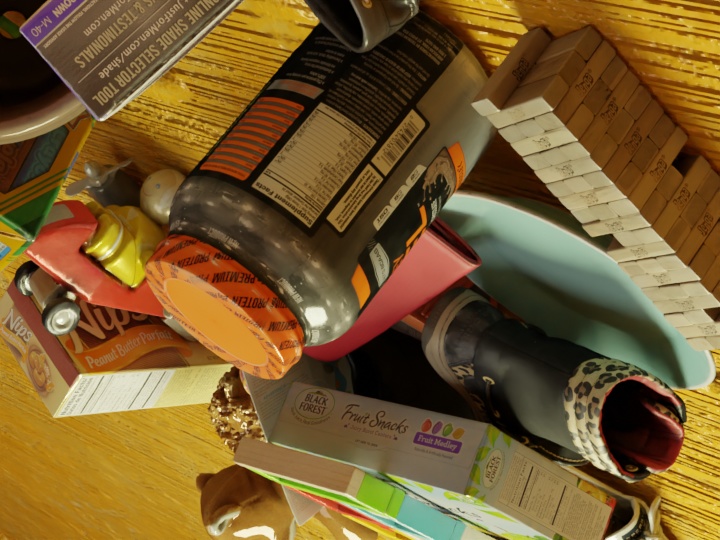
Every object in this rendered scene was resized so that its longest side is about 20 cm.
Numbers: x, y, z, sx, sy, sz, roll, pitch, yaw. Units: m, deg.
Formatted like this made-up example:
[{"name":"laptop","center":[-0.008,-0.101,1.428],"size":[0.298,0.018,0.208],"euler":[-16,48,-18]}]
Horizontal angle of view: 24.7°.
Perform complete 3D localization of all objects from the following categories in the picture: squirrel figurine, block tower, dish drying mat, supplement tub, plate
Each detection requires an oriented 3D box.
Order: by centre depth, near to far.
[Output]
[{"name":"block tower","center":[0.149,-0.039,0.854],"size":[0.200,0.054,0.058],"euler":[45,157,-16]},{"name":"supplement tub","center":[-0.022,-0.046,0.911],"size":[0.122,0.200,0.123],"euler":[33,158,15]},{"name":"plate","center":[0.129,0.006,0.986],"size":[0.200,0.026,0.200],"euler":[32,166,9]},{"name":"dish drying mat","center":[-0.002,0.007,1.069],"size":[0.077,0.018,0.200],"euler":[38,145,-11]},{"name":"squirrel figurine","center":[-0.055,0.139,1.315],"size":[0.142,0.186,0.201],"euler":[-113,-3,-65]}]

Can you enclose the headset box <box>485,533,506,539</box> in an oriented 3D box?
[{"name":"headset box","center":[0.139,0.253,1.282],"size":[0.077,0.201,0.149],"euler":[-27,118,30]}]

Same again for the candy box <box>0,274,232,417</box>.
[{"name":"candy box","center":[-0.198,0.059,1.391],"size":[0.116,0.199,0.055],"euler":[50,121,28]}]

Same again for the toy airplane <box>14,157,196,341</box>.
[{"name":"toy airplane","center":[-0.164,-0.013,1.323],"size":[0.199,0.142,0.199],"euler":[28,-164,3]}]

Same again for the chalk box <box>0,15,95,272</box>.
[{"name":"chalk box","center":[-0.277,-0.101,1.206],"size":[0.124,0.201,0.125],"euler":[35,139,-18]}]

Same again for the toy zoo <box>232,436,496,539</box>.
[{"name":"toy zoo","center":[0.023,0.169,1.139],"size":[0.200,0.021,0.131],"euler":[32,165,-36]}]

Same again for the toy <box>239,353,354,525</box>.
[{"name":"toy","center":[-0.053,0.071,1.201],"size":[0.047,0.115,0.201],"euler":[-11,104,42]}]

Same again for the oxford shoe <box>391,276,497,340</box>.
[{"name":"oxford shoe","center":[0.000,0.000,1.142],"size":[0.199,0.071,0.073],"euler":[33,160,12]}]

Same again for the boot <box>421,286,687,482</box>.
[{"name":"boot","center":[0.141,0.092,1.058],"size":[0.150,0.073,0.200],"euler":[23,163,45]}]

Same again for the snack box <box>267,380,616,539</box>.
[{"name":"snack box","center":[0.053,0.135,1.117],"size":[0.142,0.053,0.199],"euler":[34,163,-38]}]

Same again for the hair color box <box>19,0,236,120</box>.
[{"name":"hair color box","center":[-0.107,-0.143,0.866],"size":[0.065,0.109,0.200],"euler":[48,-176,-10]}]

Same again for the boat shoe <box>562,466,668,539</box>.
[{"name":"boat shoe","center":[0.194,0.195,1.222],"size":[0.202,0.075,0.086],"euler":[37,143,-17]}]

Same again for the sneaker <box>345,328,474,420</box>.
[{"name":"sneaker","center":[0.042,0.088,1.221],"size":[0.200,0.091,0.076],"euler":[44,156,-17]}]

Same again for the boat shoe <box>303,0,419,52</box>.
[{"name":"boat shoe","center":[-0.047,-0.196,0.847],"size":[0.200,0.057,0.067],"euler":[43,158,-11]}]

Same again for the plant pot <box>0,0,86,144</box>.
[{"name":"plant pot","center":[-0.234,-0.174,1.055],"size":[0.200,0.201,0.175],"euler":[39,177,-2]}]
